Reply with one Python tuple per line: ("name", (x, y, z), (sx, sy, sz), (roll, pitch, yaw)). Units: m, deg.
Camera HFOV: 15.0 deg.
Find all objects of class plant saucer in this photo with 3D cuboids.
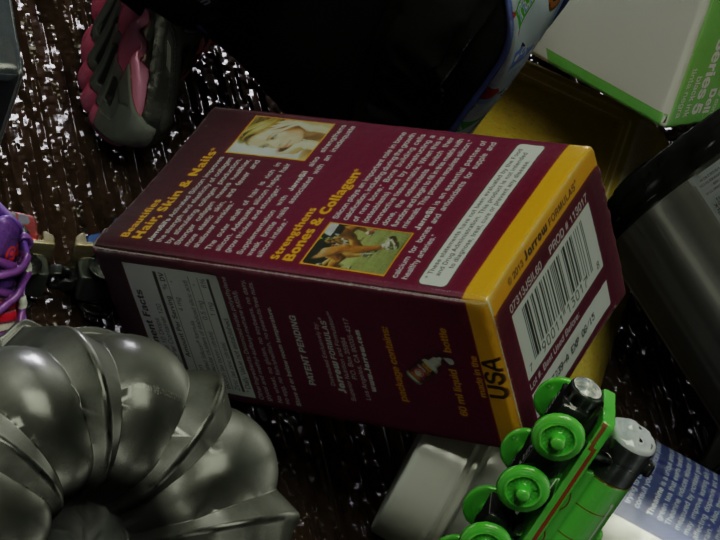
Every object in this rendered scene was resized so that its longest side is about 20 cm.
("plant saucer", (0.054, -0.046, 1.364), (0.200, 0.048, 0.200), (24, 51, -2))

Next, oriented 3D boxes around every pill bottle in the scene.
("pill bottle", (0.110, 0.127, 1.214), (0.200, 0.111, 0.111), (28, 50, 1))

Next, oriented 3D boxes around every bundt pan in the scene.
("bundt pan", (-0.109, 0.113, 1.113), (0.201, 0.076, 0.202), (7, 75, -29))

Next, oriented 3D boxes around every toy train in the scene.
("toy train", (0.058, 0.128, 1.144), (0.056, 0.200, 0.042), (28, 27, -8))
("toy train", (-0.168, -0.006, 1.261), (0.199, 0.034, 0.046), (4, 43, -17))

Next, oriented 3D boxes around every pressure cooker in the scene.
("pressure cooker", (0.228, 0.013, 1.297), (0.178, 0.176, 0.200), (-25, 77, -36))

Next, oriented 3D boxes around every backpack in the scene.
("backpack", (0.015, -0.148, 1.249), (0.200, 0.190, 0.154), (39, 62, -5))

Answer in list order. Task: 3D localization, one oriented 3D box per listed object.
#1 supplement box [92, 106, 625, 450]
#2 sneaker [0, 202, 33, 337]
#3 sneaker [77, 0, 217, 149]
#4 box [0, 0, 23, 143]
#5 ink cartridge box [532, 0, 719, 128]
("supplement box", (0.000, 0.000, 1.201), (0.200, 0.086, 0.110), (8, 42, 30))
("sneaker", (-0.169, 0.019, 1.173), (0.200, 0.083, 0.081), (63, 24, -1))
("sneaker", (-0.086, -0.138, 1.371), (0.095, 0.079, 0.200), (20, 51, -21))
("box", (-0.270, -0.120, 1.257), (0.199, 0.107, 0.149), (2, 55, -21))
("ink cartridge box", (0.169, -0.145, 1.387), (0.145, 0.084, 0.200), (33, 27, 33))
